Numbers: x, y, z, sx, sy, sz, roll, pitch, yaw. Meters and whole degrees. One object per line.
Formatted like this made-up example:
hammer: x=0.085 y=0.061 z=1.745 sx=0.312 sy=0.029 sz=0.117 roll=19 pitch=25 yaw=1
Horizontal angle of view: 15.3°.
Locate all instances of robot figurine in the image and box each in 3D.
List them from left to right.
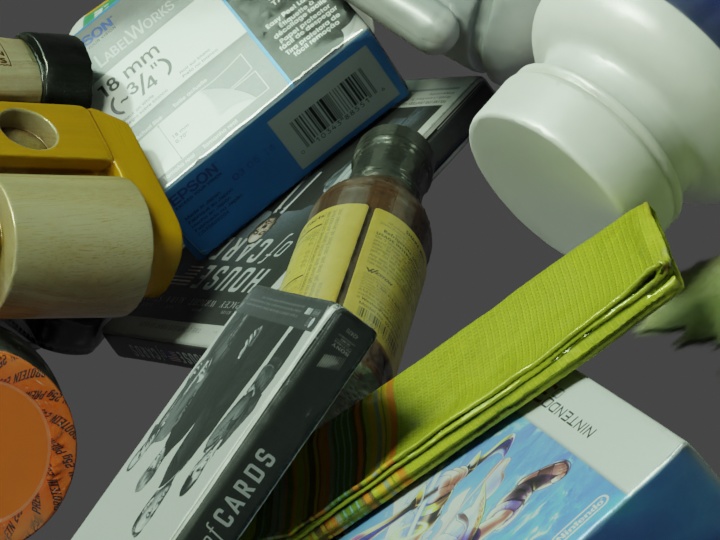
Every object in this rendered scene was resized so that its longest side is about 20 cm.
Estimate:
robot figurine: x=0.057 y=-0.162 z=1.326 sx=0.199 sy=0.113 sz=0.170 roll=30 pitch=49 yaw=19

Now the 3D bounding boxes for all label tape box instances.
label tape box: x=-0.086 y=-0.123 z=1.430 sx=0.144 sy=0.063 sz=0.200 roll=-39 pitch=50 yaw=0

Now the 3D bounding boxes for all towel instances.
towel: x=0.034 y=0.043 z=1.031 sx=0.200 sy=0.018 sz=0.086 roll=-35 pitch=20 yaw=11

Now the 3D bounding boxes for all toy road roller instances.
toy road roller: x=-0.191 y=-0.026 z=1.360 sx=0.200 sy=0.122 sz=0.146 roll=58 pitch=134 yaw=39

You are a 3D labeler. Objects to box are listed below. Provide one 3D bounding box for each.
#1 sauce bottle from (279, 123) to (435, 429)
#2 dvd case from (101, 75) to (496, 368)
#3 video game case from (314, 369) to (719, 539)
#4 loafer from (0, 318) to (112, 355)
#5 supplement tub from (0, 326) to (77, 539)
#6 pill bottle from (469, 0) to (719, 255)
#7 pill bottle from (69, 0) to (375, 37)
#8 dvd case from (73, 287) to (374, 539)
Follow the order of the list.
sauce bottle: x=0.000 y=0.000 z=1.231 sx=0.065 sy=0.065 sz=0.200 roll=-26 pitch=24 yaw=28
dvd case: x=-0.033 y=-0.026 z=1.385 sx=0.200 sy=0.025 sz=0.150 roll=-46 pitch=22 yaw=-20
video game case: x=0.022 y=0.117 z=0.989 sx=0.200 sy=0.046 sz=0.181 roll=-41 pitch=21 yaw=-6
loafer: x=-0.185 y=0.019 z=1.496 sx=0.200 sy=0.068 sz=0.071 roll=36 pitch=110 yaw=65
supplement tub: x=-0.223 y=0.079 z=1.345 sx=0.123 sy=0.123 sz=0.200 roll=-46 pitch=23 yaw=-18
pill bottle: x=0.143 y=-0.099 z=1.123 sx=0.200 sy=0.120 sz=0.120 roll=-47 pitch=23 yaw=-19
pill bottle: x=-0.101 y=-0.124 z=1.565 sx=0.200 sy=0.113 sz=0.113 roll=-33 pitch=22 yaw=15
dvd case: x=-0.076 y=0.096 z=1.050 sx=0.200 sy=0.025 sz=0.150 roll=-56 pitch=13 yaw=-6
